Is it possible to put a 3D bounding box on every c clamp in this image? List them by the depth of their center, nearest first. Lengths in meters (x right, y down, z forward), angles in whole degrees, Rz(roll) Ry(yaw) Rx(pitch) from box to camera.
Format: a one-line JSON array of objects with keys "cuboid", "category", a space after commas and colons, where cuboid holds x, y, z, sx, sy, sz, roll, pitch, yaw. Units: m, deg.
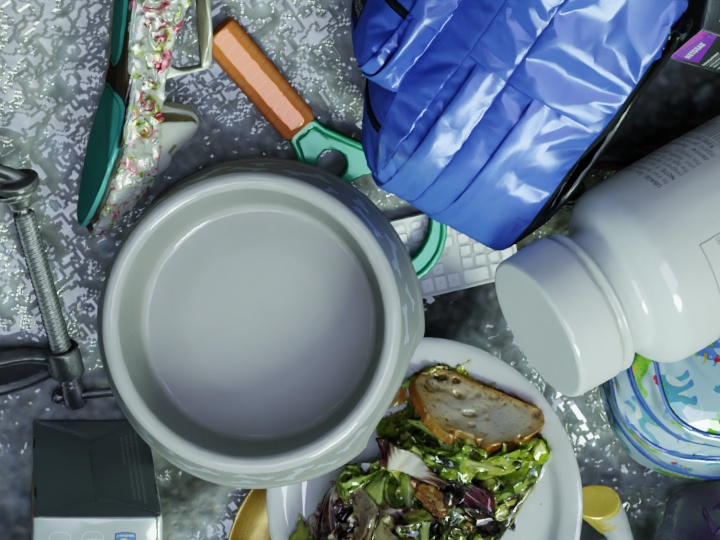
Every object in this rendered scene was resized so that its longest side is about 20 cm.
[{"cuboid": [-0.217, 0.009, 1.448, 0.171, 0.027, 0.200, -14, 122, 7], "category": "c clamp"}]

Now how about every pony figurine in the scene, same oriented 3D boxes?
[{"cuboid": [0.205, 0.195, 1.505, 0.193, 0.200, 0.167, 2, 66, -3], "category": "pony figurine"}]

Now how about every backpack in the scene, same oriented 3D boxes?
[{"cuboid": [0.074, -0.129, 1.390, 0.168, 0.163, 0.200, 26, 115, -10], "category": "backpack"}, {"cuboid": [0.248, 0.057, 1.485, 0.200, 0.154, 0.163, -7, 81, 10], "category": "backpack"}]

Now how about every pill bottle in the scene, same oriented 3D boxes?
[{"cuboid": [0.184, -0.012, 1.384, 0.200, 0.114, 0.114, -29, 110, -16], "category": "pill bottle"}]

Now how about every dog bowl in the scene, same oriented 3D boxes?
[{"cuboid": [-0.062, 0.031, 1.406, 0.200, 0.059, 0.200, 0, 88, 4], "category": "dog bowl"}]

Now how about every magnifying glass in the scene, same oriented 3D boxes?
[{"cuboid": [-0.024, -0.072, 1.459, 0.080, 0.022, 0.200, -40, 107, 4], "category": "magnifying glass"}]

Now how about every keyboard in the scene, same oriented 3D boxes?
[{"cuboid": [0.000, 0.000, 1.495, 0.200, 0.011, 0.056, -13, 109, -4], "category": "keyboard"}]

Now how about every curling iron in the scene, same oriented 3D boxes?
[{"cuboid": [0.188, -0.058, 1.494, 0.200, 0.026, 0.050, -3, 101, -6], "category": "curling iron"}]

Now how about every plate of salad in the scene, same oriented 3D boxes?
[{"cuboid": [0.034, 0.140, 1.431, 0.200, 0.048, 0.200, 0, 89, 17], "category": "plate of salad"}]

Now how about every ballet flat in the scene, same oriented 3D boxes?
[{"cuboid": [-0.122, -0.113, 1.411, 0.064, 0.076, 0.200, 6, 109, -18], "category": "ballet flat"}]

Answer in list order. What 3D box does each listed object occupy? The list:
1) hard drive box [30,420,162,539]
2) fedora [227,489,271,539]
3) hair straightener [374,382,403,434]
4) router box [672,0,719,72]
[{"cuboid": [-0.165, 0.212, 1.463, 0.077, 0.156, 0.200, 0, 107, -8], "category": "hard drive box"}, {"cuboid": [0.010, 0.194, 1.520, 0.200, 0.082, 0.201, -2, 108, -7], "category": "fedora"}, {"cuboid": [-0.047, 0.039, 1.470, 0.077, 0.041, 0.200, -43, 105, 4], "category": "hair straightener"}, {"cuboid": [0.272, -0.203, 1.398, 0.149, 0.051, 0.200, 16, 72, -12], "category": "router box"}]
